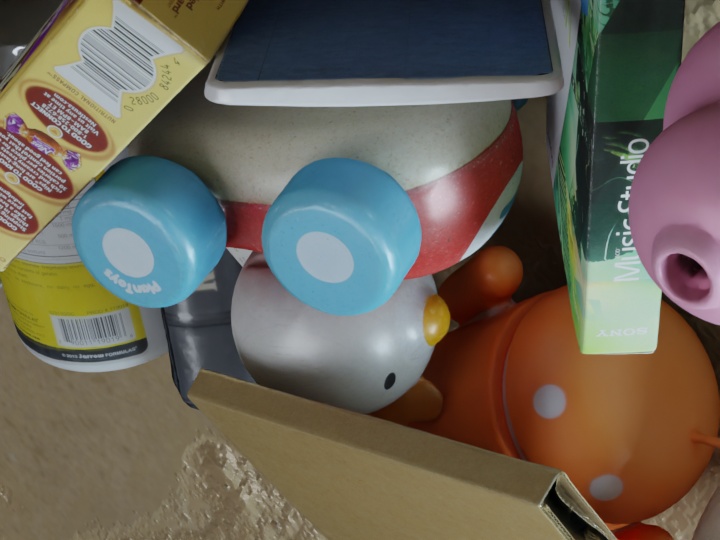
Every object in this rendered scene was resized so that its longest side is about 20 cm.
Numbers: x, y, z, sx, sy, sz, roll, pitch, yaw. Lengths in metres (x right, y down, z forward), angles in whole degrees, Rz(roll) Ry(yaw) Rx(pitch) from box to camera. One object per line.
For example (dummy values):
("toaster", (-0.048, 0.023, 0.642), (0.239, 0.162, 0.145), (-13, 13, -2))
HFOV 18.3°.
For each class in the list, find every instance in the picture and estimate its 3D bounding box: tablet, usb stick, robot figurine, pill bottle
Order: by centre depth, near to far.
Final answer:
("tablet", (0.012, -0.096, 0.884), (0.130, 0.200, 0.014), (-1, 110, 3))
("robot figurine", (0.086, 0.069, 1.047), (0.117, 0.144, 0.200), (15, 157, -30))
("usb stick", (-0.083, -0.019, 1.129), (0.055, 0.033, 0.200), (-2, 117, 13))
("pill bottle", (-0.148, -0.053, 1.175), (0.112, 0.112, 0.200), (19, 134, 34))

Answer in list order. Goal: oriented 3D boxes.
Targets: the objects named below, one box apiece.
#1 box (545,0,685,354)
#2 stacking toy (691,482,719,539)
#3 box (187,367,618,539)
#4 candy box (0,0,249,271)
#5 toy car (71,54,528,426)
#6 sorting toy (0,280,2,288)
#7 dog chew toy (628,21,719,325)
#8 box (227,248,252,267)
("box", (0.098, -0.087, 0.882), (0.036, 0.144, 0.200), (-4, 130, 0))
("stacking toy", (0.252, 0.162, 0.988), (0.146, 0.146, 0.200), (-9, 135, 49))
("box", (0.037, 0.111, 0.982), (0.200, 0.021, 0.163), (14, 155, 40))
("candy box", (-0.105, -0.092, 0.931), (0.056, 0.117, 0.200), (37, 141, -11))
("toy car", (0.000, 0.000, 0.993), (0.177, 0.184, 0.200), (2, 126, 28))
("sorting toy", (-0.293, -0.072, 1.204), (0.070, 0.200, 0.199), (-35, 77, 38))
("dog chew toy", (0.164, -0.052, 0.787), (0.125, 0.200, 0.125), (27, 139, 26))
("box", (-0.038, -0.019, 1.093), (0.041, 0.039, 0.200), (-15, 129, 35))
